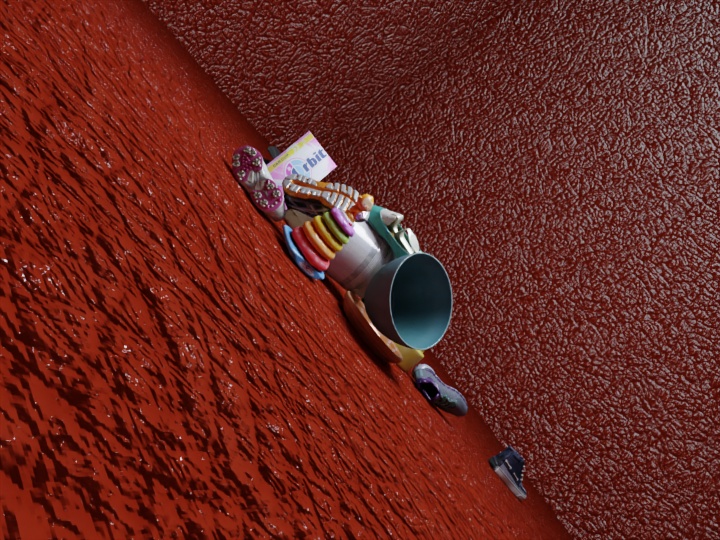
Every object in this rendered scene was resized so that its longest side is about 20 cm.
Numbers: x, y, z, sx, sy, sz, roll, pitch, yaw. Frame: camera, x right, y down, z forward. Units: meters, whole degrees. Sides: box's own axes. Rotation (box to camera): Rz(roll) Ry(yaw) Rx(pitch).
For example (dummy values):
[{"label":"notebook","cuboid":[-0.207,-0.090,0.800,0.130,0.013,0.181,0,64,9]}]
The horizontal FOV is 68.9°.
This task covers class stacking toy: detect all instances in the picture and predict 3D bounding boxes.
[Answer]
[{"label":"stacking toy","cuboid":[-0.052,-0.085,1.072,0.116,0.199,0.110,46,11,-39]}]

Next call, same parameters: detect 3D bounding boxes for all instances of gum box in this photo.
[{"label":"gum box","cuboid":[-0.174,-0.245,1.340,0.114,0.200,0.066,50,-21,-12]}]

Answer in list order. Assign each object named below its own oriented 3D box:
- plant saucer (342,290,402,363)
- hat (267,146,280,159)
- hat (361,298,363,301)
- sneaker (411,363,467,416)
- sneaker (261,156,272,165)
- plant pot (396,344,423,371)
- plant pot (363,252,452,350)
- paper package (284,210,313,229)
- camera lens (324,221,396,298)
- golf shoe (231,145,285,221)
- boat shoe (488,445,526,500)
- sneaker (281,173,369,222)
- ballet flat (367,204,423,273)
[{"label":"plant saucer","cuboid":[0.022,0.134,1.193,0.201,0.037,0.200,51,4,-5]},{"label":"hat","cuboid":[-0.255,-0.293,1.674,0.201,0.081,0.201,54,12,-17]},{"label":"hat","cuboid":[0.000,0.000,1.521,0.176,0.199,0.166,43,32,-20]},{"label":"sneaker","cuboid":[0.210,0.341,1.397,0.200,0.074,0.088,41,19,-13]},{"label":"sneaker","cuboid":[-0.240,-0.240,1.402,0.198,0.105,0.060,12,29,-16]},{"label":"plant pot","cuboid":[0.135,0.136,1.414,0.201,0.188,0.201,52,3,-4]},{"label":"plant pot","cuboid":[0.085,0.066,1.136,0.134,0.201,0.200,-4,-44,47]},{"label":"paper package","cuboid":[-0.097,-0.091,1.441,0.191,0.103,0.200,53,3,18]},{"label":"camera lens","cuboid":[-0.028,-0.050,1.249,0.200,0.160,0.160,40,6,-16]},{"label":"golf shoe","cuboid":[-0.223,-0.188,1.158,0.201,0.075,0.092,60,-4,26]},{"label":"boat shoe","cuboid":[0.494,0.641,1.659,0.200,0.093,0.075,50,3,-25]},{"label":"sneaker","cuboid":[-0.076,-0.146,1.144,0.199,0.079,0.078,21,-42,3]},{"label":"ballet flat","cuboid":[0.084,-0.089,1.206,0.067,0.070,0.201,-19,71,-50]}]
